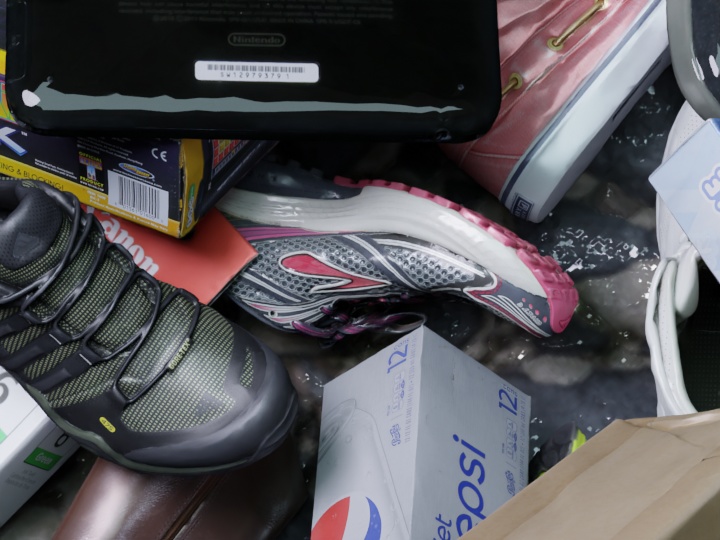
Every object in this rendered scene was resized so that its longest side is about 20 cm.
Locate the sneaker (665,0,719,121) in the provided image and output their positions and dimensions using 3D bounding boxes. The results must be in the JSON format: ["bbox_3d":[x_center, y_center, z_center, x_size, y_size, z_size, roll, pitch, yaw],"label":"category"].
[{"bbox_3d":[0.202,-0.148,1.186,0.076,0.114,0.200,43,59,-19],"label":"sneaker"}]

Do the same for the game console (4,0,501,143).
[{"bbox_3d":[-0.049,-0.116,1.190,0.199,0.116,0.176,0,68,-6],"label":"game console"}]

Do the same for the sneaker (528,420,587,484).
[{"bbox_3d":[0.103,0.154,1.138,0.081,0.074,0.200,18,52,-10],"label":"sneaker"}]

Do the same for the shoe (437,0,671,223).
[{"bbox_3d":[0.103,-0.123,1.264,0.091,0.071,0.200,38,80,9],"label":"shoe"}]

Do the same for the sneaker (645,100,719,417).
[{"bbox_3d":[0.159,-0.007,1.194,0.073,0.116,0.200,2,68,6],"label":"sneaker"}]

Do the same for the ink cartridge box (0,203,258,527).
[{"bbox_3d":[-0.152,0.025,1.205,0.200,0.050,0.109,-46,68,5],"label":"ink cartridge box"}]

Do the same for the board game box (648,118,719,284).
[{"bbox_3d":[0.235,0.025,1.145,0.043,0.199,0.200,-46,67,32],"label":"board game box"}]

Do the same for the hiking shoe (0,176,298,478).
[{"bbox_3d":[-0.118,0.015,1.116,0.200,0.101,0.076,25,72,16],"label":"hiking shoe"}]

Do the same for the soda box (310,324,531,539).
[{"bbox_3d":[0.022,0.124,1.133,0.063,0.068,0.200,-33,38,35],"label":"soda box"}]

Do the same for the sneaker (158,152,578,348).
[{"bbox_3d":[0.000,0.000,1.223,0.200,0.081,0.075,13,83,25],"label":"sneaker"}]

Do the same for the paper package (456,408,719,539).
[{"bbox_3d":[0.121,0.170,1.030,0.103,0.191,0.200,-12,102,37],"label":"paper package"}]

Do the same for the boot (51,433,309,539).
[{"bbox_3d":[-0.127,0.103,1.157,0.200,0.186,0.064,-53,33,-12],"label":"boot"}]

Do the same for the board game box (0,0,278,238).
[{"bbox_3d":[-0.121,-0.106,1.228,0.200,0.057,0.165,20,41,20],"label":"board game box"}]
